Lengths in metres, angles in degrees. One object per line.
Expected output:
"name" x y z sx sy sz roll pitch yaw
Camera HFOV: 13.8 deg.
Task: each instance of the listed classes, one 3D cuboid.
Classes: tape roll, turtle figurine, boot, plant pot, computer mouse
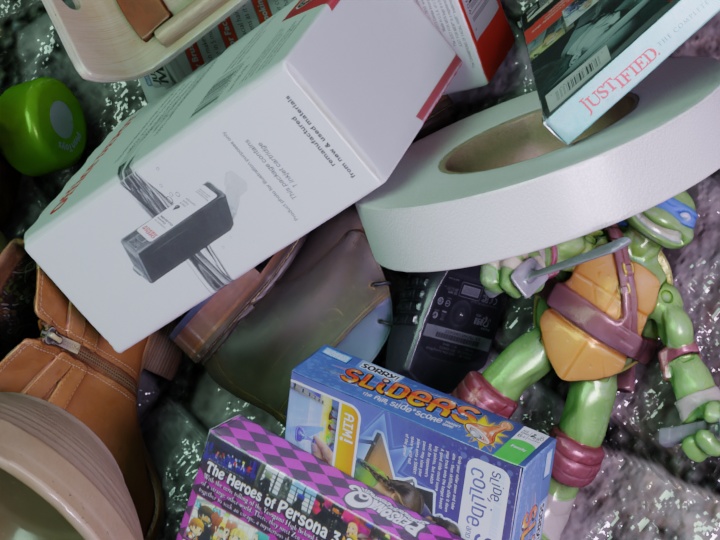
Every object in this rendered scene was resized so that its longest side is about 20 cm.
"tape roll" 0.095 -0.055 1.494 0.202 0.203 0.037 -14 104 24
"turtle figurine" 0.110 0.054 1.474 0.194 0.144 0.200 -57 40 16
"boot" 0.000 0.000 1.612 0.200 0.075 0.097 -44 87 0
"plant pot" -0.184 0.128 1.523 0.200 0.201 0.093 2 38 28
"computer mouse" 0.024 0.074 1.578 0.034 0.059 0.200 23 93 47
"boot" -0.164 0.085 1.611 0.077 0.155 0.200 17 86 30

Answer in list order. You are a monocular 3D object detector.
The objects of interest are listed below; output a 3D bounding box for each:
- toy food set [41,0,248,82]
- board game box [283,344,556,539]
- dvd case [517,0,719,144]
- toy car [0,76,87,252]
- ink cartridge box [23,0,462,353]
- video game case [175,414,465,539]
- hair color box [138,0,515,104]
"toy food set" -0.094 -0.211 1.572 0.200 0.060 0.144 -36 63 15
"board game box" 0.021 0.150 1.498 0.135 0.034 0.200 22 124 24
"dvd case" 0.144 -0.144 1.505 0.146 0.200 0.022 -42 103 12
"toy car" -0.250 -0.001 1.683 0.164 0.158 0.201 -14 76 32
"ink cartridge box" -0.062 -0.062 1.553 0.200 0.144 0.084 -31 105 33
"video game case" -0.012 0.195 1.480 0.200 0.036 0.182 27 116 21
"hair color box" -0.029 -0.141 1.621 0.200 0.064 0.111 -11 113 24
